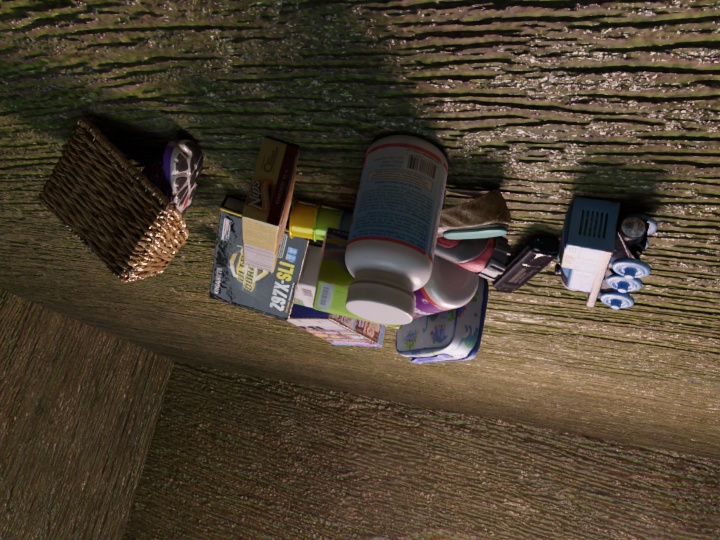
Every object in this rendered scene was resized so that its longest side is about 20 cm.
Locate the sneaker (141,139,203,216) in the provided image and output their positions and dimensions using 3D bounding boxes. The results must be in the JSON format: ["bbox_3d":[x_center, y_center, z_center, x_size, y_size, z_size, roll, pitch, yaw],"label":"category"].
[{"bbox_3d":[-0.290,-0.138,0.872,0.082,0.083,0.200,29,156,-12],"label":"sneaker"}]

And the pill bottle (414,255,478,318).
[{"bbox_3d":[0.102,0.018,0.978,0.109,0.116,0.199,20,160,-21],"label":"pill bottle"}]

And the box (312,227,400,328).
[{"bbox_3d":[0.000,0.000,0.820,0.118,0.049,0.202,13,-155,-6],"label":"box"}]

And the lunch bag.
[{"bbox_3d":[0.145,0.087,1.068,0.080,0.166,0.198,20,159,-24],"label":"lunch bag"}]

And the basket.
[{"bbox_3d":[-0.349,-0.108,0.881,0.199,0.150,0.142,41,-164,6],"label":"basket"}]

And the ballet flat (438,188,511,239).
[{"bbox_3d":[0.102,-0.071,0.780,0.193,0.068,0.070,-6,169,16],"label":"ballet flat"}]

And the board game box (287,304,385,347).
[{"bbox_3d":[-0.056,0.096,1.330,0.156,0.100,0.198,-3,156,39],"label":"board game box"}]

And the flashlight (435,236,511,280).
[{"bbox_3d":[0.124,-0.052,0.854,0.195,0.070,0.068,24,151,-12],"label":"flashlight"}]

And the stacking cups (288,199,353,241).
[{"bbox_3d":[-0.014,-0.061,0.913,0.193,0.063,0.061,12,162,4],"label":"stacking cups"}]

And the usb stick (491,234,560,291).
[{"bbox_3d":[0.261,-0.007,0.926,0.053,0.034,0.201,5,161,-3],"label":"usb stick"}]

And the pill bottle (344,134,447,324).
[{"bbox_3d":[0.040,-0.047,0.697,0.105,0.207,0.109,11,161,4],"label":"pill bottle"}]

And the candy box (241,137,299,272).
[{"bbox_3d":[-0.132,-0.086,0.839,0.053,0.119,0.200,15,161,-5],"label":"candy box"}]

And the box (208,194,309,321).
[{"bbox_3d":[-0.178,-0.017,1.019,0.154,0.050,0.204,16,128,-6],"label":"box"}]

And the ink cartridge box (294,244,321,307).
[{"bbox_3d":[-0.056,0.023,1.144,0.193,0.087,0.145,12,161,6],"label":"ink cartridge box"}]

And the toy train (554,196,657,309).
[{"bbox_3d":[0.321,-0.018,0.778,0.111,0.089,0.201,13,160,19],"label":"toy train"}]
